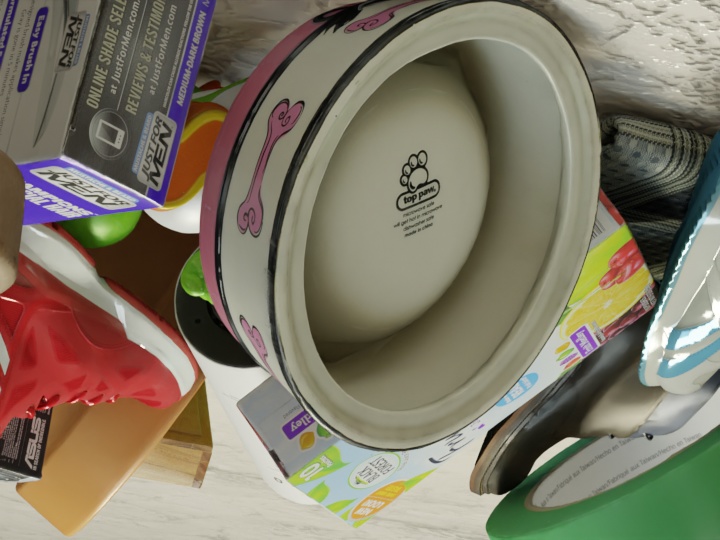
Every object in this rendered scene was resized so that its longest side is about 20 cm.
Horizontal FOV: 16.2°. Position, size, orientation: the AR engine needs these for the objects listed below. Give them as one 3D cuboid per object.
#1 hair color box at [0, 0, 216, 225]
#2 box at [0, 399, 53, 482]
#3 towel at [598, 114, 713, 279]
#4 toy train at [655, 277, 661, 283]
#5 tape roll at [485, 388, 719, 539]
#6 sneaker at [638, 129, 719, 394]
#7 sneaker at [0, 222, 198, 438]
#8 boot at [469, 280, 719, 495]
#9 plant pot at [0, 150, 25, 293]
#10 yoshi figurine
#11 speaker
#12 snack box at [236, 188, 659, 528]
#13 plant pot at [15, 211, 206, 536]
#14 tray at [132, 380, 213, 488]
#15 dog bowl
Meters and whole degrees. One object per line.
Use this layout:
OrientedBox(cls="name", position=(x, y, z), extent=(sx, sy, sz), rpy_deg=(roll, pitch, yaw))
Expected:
OrientedBox(cls="hair color box", position=(-0.158, -0.079, 1.130), extent=(0.065, 0.110, 0.199), rpy_deg=(27, 159, -38))
OrientedBox(cls="box", position=(-0.213, -0.007, 1.271), extent=(0.050, 0.201, 0.157), rpy_deg=(-3, 163, 42))
OrientedBox(cls="towel", position=(0.155, -0.037, 1.318), extent=(0.191, 0.035, 0.200), rpy_deg=(12, 164, -27))
OrientedBox(cls="toy train", position=(0.145, 0.037, 1.513), extent=(0.113, 0.087, 0.200), rpy_deg=(2, 166, -13))
OrientedBox(cls="tape roll", position=(0.166, 0.115, 1.404), extent=(0.200, 0.048, 0.200), rpy_deg=(-29, -175, 3))
OrientedBox(cls="sneaker", position=(0.185, 0.010, 1.226), extent=(0.080, 0.077, 0.200), rpy_deg=(17, 153, 2))
OrientedBox(cls="sneaker", position=(-0.162, 0.048, 1.246), extent=(0.078, 0.116, 0.200), rpy_deg=(26, 167, 36))
OrientedBox(cls="boot", position=(0.129, 0.079, 1.392), extent=(0.096, 0.075, 0.200), rpy_deg=(27, 138, 1))
OrientedBox(cls="plant pot", position=(-0.215, -0.093, 0.972), extent=(0.199, 0.176, 0.200), rpy_deg=(8, 167, 2))
OrientedBox(cls="yoshi figurine", position=(-0.102, -0.039, 1.200), extent=(0.111, 0.113, 0.200), rpy_deg=(-4, -168, -20))
OrientedBox(cls="speaker", position=(-0.038, 0.053, 1.326), extent=(0.081, 0.082, 0.200), rpy_deg=(5, 156, 13))
OrientedBox(cls="snack box", position=(0.048, 0.038, 1.243), extent=(0.200, 0.053, 0.142), rpy_deg=(-37, 158, 2))
OrientedBox(cls="plant pot", position=(-0.158, 0.028, 1.432), extent=(0.140, 0.201, 0.200), rpy_deg=(38, 162, -6))
OrientedBox(cls="tray", position=(-0.151, 0.061, 1.623), extent=(0.098, 0.037, 0.200), rpy_deg=(12, -153, -14))
OrientedBox(cls="dog bowl", position=(0.013, -0.028, 1.099), extent=(0.074, 0.201, 0.200), rpy_deg=(23, 180, 42))
